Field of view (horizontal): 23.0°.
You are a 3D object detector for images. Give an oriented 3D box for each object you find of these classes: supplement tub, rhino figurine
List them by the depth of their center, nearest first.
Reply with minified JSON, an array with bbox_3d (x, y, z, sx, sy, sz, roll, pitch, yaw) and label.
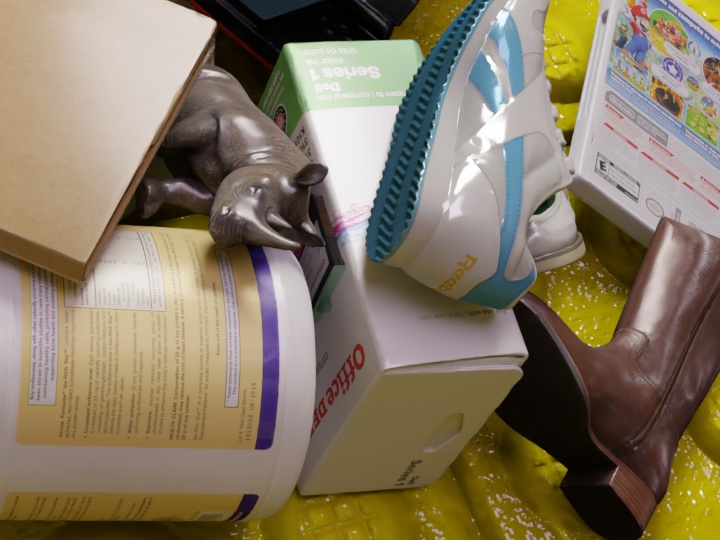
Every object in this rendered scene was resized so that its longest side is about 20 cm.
[{"bbox_3d":[-0.134,0.049,0.864,0.199,0.146,0.146,4,57,-19],"label":"supplement tub"},{"bbox_3d":[-0.071,-0.056,0.889,0.087,0.060,0.200,-5,27,-26],"label":"rhino figurine"}]

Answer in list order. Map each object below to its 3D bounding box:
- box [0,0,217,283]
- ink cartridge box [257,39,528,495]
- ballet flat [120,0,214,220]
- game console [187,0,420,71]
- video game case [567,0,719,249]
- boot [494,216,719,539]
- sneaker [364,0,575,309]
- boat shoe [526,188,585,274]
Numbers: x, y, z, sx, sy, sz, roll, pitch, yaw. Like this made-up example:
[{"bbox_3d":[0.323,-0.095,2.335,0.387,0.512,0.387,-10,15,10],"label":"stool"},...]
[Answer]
[{"bbox_3d":[-0.188,-0.095,0.835,0.199,0.021,0.164,22,55,2],"label":"box"},{"bbox_3d":[0.000,0.000,0.948,0.084,0.145,0.201,-4,60,-24],"label":"ink cartridge box"},{"bbox_3d":[-0.116,-0.100,1.025,0.069,0.070,0.201,12,54,-14],"label":"ballet flat"},{"bbox_3d":[-0.049,-0.227,1.069,0.200,0.119,0.172,40,29,9],"label":"game console"},{"bbox_3d":[0.202,-0.094,1.143,0.143,0.018,0.201,34,50,-22],"label":"video game case"},{"bbox_3d":[0.150,0.022,1.005,0.200,0.064,0.187,-55,129,-35],"label":"boot"},{"bbox_3d":[0.065,-0.069,0.889,0.081,0.076,0.201,28,57,-15],"label":"sneaker"},{"bbox_3d":[0.083,-0.042,0.993,0.074,0.200,0.069,-13,102,5],"label":"boat shoe"}]
